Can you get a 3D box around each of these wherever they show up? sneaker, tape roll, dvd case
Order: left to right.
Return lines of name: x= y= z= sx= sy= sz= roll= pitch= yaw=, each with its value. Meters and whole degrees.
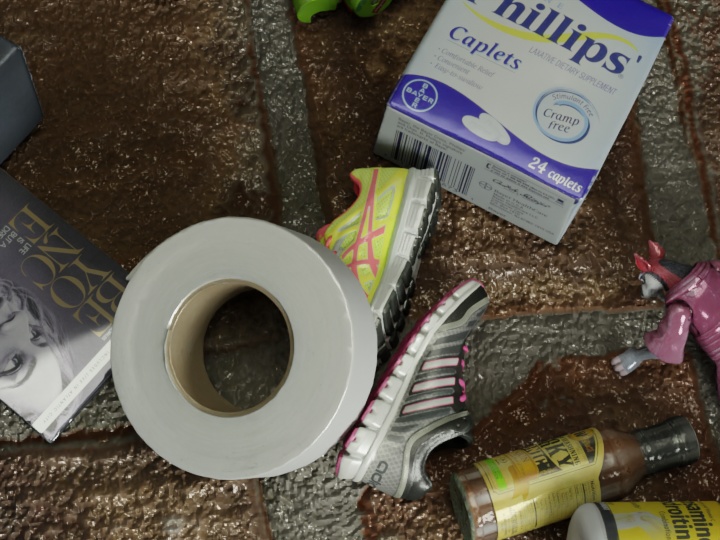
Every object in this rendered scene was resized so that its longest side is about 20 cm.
dvd case: x=-0.278 y=0.024 z=1.285 sx=0.200 sy=0.016 sz=0.149 roll=38 pitch=71 yaw=9
tape roll: x=-0.091 y=0.060 z=1.217 sx=0.201 sy=0.071 sz=0.204 roll=-1 pitch=85 yaw=17
sneaker: x=0.000 y=0.000 z=1.293 sx=0.090 sy=0.078 sz=0.201 roll=14 pitch=65 yaw=13
sneaker: x=0.060 y=0.100 z=1.257 sx=0.087 sy=0.074 sz=0.200 roll=33 pitch=67 yaw=-2

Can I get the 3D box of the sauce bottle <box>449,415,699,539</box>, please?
sauce bottle: x=0.171 y=0.161 z=1.245 sx=0.199 sy=0.065 sz=0.065 roll=-16 pitch=71 yaw=-12

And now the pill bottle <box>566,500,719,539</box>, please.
pill bottle: x=0.264 y=0.233 z=1.199 sx=0.199 sy=0.112 sz=0.113 roll=0 pitch=69 yaw=-5

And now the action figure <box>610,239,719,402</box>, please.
action figure: x=0.295 y=0.053 z=1.259 sx=0.200 sy=0.149 sz=0.134 roll=42 pitch=77 yaw=-3

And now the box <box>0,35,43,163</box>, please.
box: x=-0.403 y=-0.136 z=1.273 sx=0.196 sy=0.124 sz=0.200 roll=34 pitch=70 yaw=15

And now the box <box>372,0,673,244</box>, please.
box: x=0.138 y=-0.159 z=1.341 sx=0.183 sy=0.105 sz=0.201 roll=27 pitch=69 yaw=5

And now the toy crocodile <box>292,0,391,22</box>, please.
toy crocodile: x=0.032 y=-0.270 z=1.402 sx=0.199 sy=0.062 sz=0.068 roll=-23 pitch=67 yaw=-18
